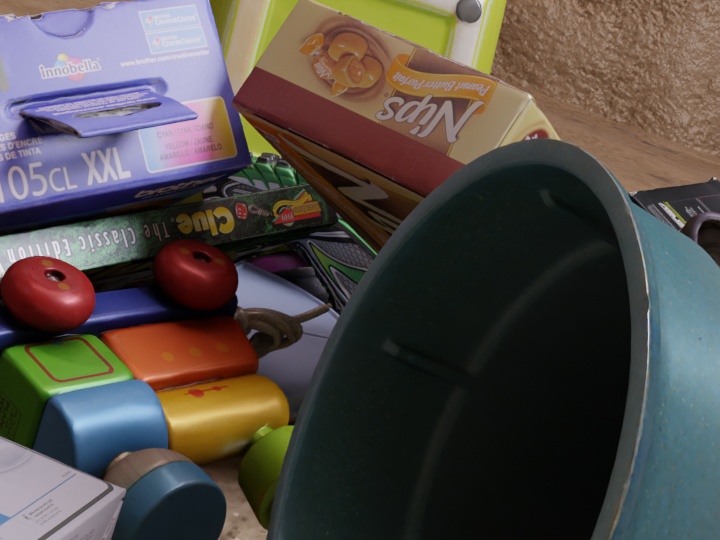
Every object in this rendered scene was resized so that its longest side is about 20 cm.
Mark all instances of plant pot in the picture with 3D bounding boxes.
[{"bbox_3d":[-0.028,-0.104,1.058,0.198,0.201,0.181,14,-1,-12],"label":"plant pot"},{"bbox_3d":[0.100,0.088,0.567,0.195,0.201,0.200,22,10,-25],"label":"plant pot"}]

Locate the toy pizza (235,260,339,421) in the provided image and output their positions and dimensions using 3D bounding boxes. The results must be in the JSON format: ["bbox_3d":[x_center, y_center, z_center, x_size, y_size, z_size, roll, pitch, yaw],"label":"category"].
[{"bbox_3d":[-0.093,0.030,0.837,0.199,0.032,0.200,15,18,-5],"label":"toy pizza"}]

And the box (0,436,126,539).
[{"bbox_3d":[-0.181,0.064,0.505,0.199,0.060,0.117,21,12,10],"label":"box"}]

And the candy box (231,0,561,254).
[{"bbox_3d":[0.045,-0.023,0.731,0.115,0.055,0.200,27,-10,33],"label":"candy box"}]

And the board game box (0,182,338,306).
[{"bbox_3d":[-0.115,-0.002,0.732,0.199,0.024,0.105,-12,-8,-42],"label":"board game box"}]

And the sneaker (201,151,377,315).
[{"bbox_3d":[0.000,0.000,0.914,0.199,0.086,0.078,29,9,16],"label":"sneaker"}]

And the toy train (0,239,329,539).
[{"bbox_3d":[-0.047,0.052,0.683,0.199,0.085,0.116,-7,39,-46],"label":"toy train"}]

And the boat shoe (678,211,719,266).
[{"bbox_3d":[0.221,0.057,0.945,0.201,0.072,0.065,63,3,15],"label":"boat shoe"}]

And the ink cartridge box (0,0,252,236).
[{"bbox_3d":[-0.137,-0.049,0.707,0.136,0.077,0.200,-14,-6,-36],"label":"ink cartridge box"}]

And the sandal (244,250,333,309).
[{"bbox_3d":[-0.038,0.009,0.989,0.199,0.048,0.075,17,12,-10],"label":"sandal"}]

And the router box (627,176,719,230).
[{"bbox_3d":[0.233,0.037,1.065,0.200,0.062,0.150,49,28,18],"label":"router box"}]
